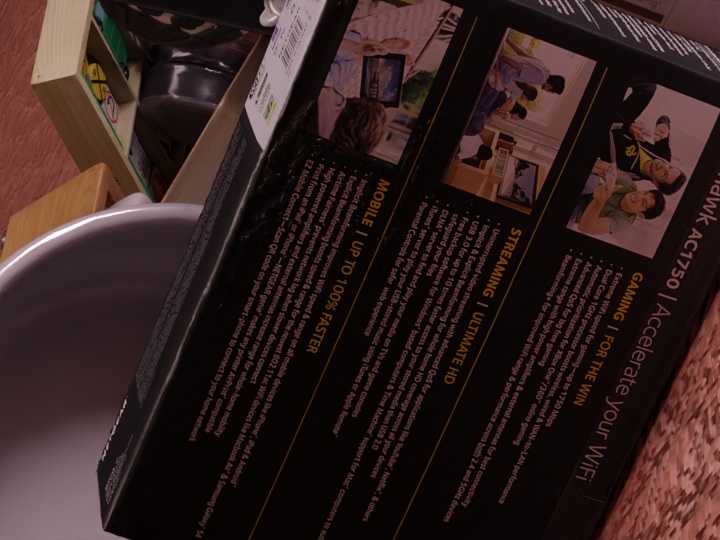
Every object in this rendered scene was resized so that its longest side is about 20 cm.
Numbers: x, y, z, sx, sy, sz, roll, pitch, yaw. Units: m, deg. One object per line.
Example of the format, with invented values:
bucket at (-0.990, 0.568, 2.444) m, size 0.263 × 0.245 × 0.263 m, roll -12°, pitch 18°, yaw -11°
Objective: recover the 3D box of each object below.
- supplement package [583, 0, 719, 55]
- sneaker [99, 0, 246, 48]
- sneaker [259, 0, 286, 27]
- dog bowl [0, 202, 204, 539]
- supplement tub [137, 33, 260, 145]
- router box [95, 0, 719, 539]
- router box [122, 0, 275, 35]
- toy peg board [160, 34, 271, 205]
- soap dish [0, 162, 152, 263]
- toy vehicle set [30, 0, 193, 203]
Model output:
supplement package at (0.051, -0.069, 0.846) m, size 0.114 × 0.109 × 0.201 m, roll -98°, pitch 31°, yaw -61°
sneaker at (-0.051, -0.179, 1.127) m, size 0.200 × 0.077 × 0.089 m, roll -49°, pitch 21°, yaw 40°
sneaker at (-0.004, -0.096, 0.924) m, size 0.073 × 0.199 × 0.071 m, roll 17°, pitch 82°, yaw 56°
dog bowl at (-0.069, 0.082, 0.914) m, size 0.079 × 0.199 × 0.201 m, roll 135°, pitch 151°, yaw -63°
supplement tub at (-0.061, -0.169, 1.377) m, size 0.107 × 0.106 × 0.201 m, roll 149°, pitch 138°, yaw -68°
router box at (0.022, 0.008, 0.778) m, size 0.051 × 0.149 × 0.201 m, roll -111°, pitch 43°, yaw -67°
router box at (-0.032, -0.169, 1.020) m, size 0.051 × 0.199 × 0.150 m, roll -80°, pitch 3°, yaw -50°
toy peg board at (-0.024, -0.055, 1.183) m, size 0.200 × 0.098 × 0.200 m, roll -54°, pitch 7°, yaw 47°
soap dish at (-0.136, 0.073, 1.273) m, size 0.158 × 0.081 × 0.201 m, roll 66°, pitch -155°, yaw -50°
toy vehicle set at (-0.121, -0.077, 1.393) m, size 0.200 × 0.026 × 0.125 m, roll 64°, pitch -158°, yaw -44°
